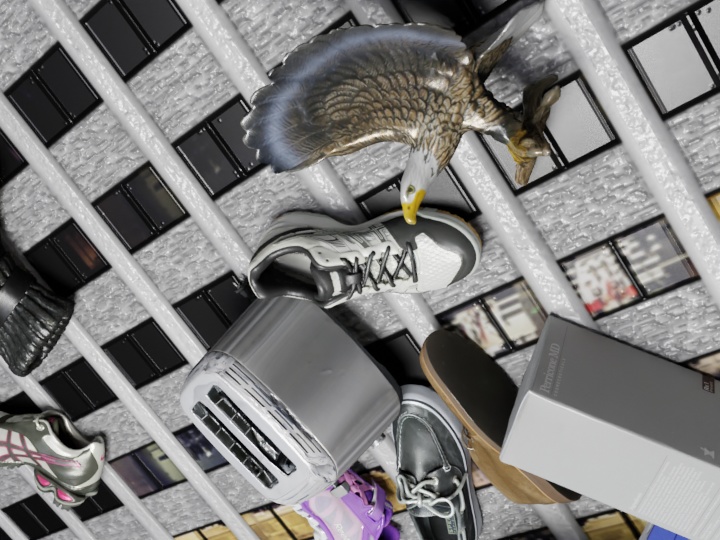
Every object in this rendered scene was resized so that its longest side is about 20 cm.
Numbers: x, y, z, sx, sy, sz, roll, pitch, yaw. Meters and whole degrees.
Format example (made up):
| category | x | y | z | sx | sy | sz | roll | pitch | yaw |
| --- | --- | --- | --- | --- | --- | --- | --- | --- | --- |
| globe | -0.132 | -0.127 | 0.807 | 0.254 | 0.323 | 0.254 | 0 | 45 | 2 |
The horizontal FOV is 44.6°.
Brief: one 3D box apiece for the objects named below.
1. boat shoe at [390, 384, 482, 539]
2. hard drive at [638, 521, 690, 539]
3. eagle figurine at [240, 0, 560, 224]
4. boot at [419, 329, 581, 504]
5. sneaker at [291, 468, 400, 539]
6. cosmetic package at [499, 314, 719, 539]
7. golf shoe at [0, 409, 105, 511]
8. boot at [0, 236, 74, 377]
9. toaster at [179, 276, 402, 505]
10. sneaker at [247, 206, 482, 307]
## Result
| category | x | y | z | sx | sy | sz | roll | pitch | yaw |
| --- | --- | --- | --- | --- | --- | --- | --- | --- | --- |
| boat shoe | 0.066 | 0.204 | 0.830 | 0.072 | 0.068 | 0.203 | 0 | 120 | 23 |
| hard drive | 0.319 | 0.265 | 0.705 | 0.199 | 0.132 | 0.025 | 35 | 155 | 11 |
| eagle figurine | 0.030 | -0.106 | 0.595 | 0.196 | 0.152 | 0.153 | 14 | 136 | 5 |
| boot | 0.109 | 0.139 | 0.774 | 0.200 | 0.074 | 0.075 | 48 | 136 | -13 |
| sneaker | -0.015 | 0.229 | 0.881 | 0.087 | 0.081 | 0.203 | -10 | 121 | 20 |
| cosmetic package | 0.219 | 0.127 | 0.694 | 0.197 | 0.107 | 0.091 | 22 | 127 | 6 |
| golf shoe | -0.385 | 0.192 | 1.023 | 0.197 | 0.077 | 0.089 | 27 | 107 | 2 |
| boot | -0.356 | -0.001 | 0.868 | 0.157 | 0.080 | 0.212 | 39 | 138 | 4 |
| toaster | -0.067 | 0.104 | 0.770 | 0.200 | 0.129 | 0.113 | 47 | 135 | -3 |
| sneaker | 0.000 | 0.000 | 0.717 | 0.196 | 0.088 | 0.077 | -2 | 119 | 22 |
